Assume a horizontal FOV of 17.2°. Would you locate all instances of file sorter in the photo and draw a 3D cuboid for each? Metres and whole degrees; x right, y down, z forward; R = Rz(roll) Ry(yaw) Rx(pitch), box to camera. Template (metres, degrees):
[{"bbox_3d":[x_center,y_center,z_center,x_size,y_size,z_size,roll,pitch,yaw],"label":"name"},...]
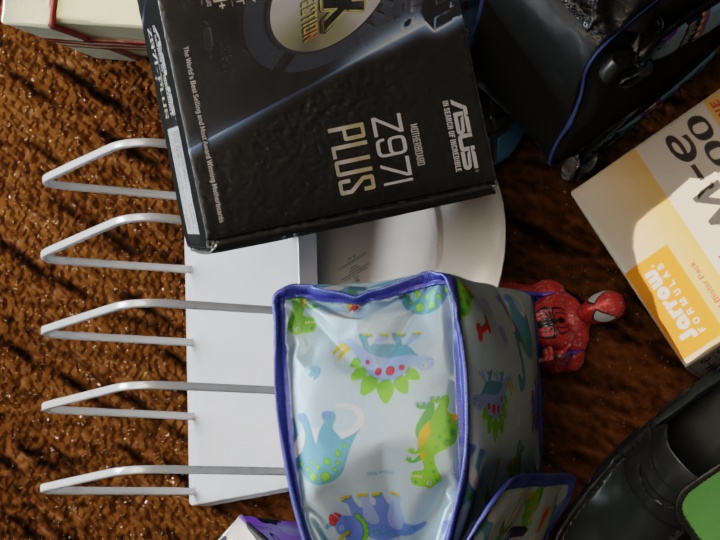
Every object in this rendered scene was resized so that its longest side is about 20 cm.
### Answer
[{"bbox_3d":[-0.110,0.030,1.391,0.139,0.124,0.200,-17,71,55],"label":"file sorter"}]

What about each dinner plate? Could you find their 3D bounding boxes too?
[{"bbox_3d":[0.000,0.000,1.397,0.200,0.024,0.200,-17,63,37],"label":"dinner plate"}]

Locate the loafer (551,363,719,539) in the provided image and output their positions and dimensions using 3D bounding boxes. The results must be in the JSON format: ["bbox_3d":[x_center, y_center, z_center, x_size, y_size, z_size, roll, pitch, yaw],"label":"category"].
[{"bbox_3d":[0.180,0.107,1.341,0.201,0.070,0.068,-44,73,14],"label":"loafer"}]

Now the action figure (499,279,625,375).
[{"bbox_3d":[0.056,0.047,1.385,0.200,0.099,0.065,-20,76,11],"label":"action figure"}]

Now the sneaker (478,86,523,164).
[{"bbox_3d":[0.047,-0.154,1.445,0.082,0.073,0.200,-22,77,42],"label":"sneaker"}]

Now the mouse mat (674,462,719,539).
[{"bbox_3d":[0.293,0.132,1.304,0.200,0.008,0.161,-35,99,9],"label":"mouse mat"}]

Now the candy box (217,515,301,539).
[{"bbox_3d":[0.008,0.230,1.327,0.200,0.168,0.072,42,95,19],"label":"candy box"}]

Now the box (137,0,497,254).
[{"bbox_3d":[-0.030,-0.122,1.297,0.164,0.086,0.200,-12,93,-12],"label":"box"}]

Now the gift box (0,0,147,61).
[{"bbox_3d":[-0.114,-0.225,1.441,0.187,0.185,0.200,4,84,13],"label":"gift box"}]

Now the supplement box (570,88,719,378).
[{"bbox_3d":[0.239,-0.045,1.352,0.200,0.074,0.126,-36,72,9],"label":"supplement box"}]

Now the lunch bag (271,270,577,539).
[{"bbox_3d":[0.035,0.106,1.248,0.127,0.170,0.200,-4,84,19],"label":"lunch bag"}]

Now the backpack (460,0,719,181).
[{"bbox_3d":[0.155,-0.174,1.333,0.200,0.183,0.135,-41,78,-16],"label":"backpack"}]
